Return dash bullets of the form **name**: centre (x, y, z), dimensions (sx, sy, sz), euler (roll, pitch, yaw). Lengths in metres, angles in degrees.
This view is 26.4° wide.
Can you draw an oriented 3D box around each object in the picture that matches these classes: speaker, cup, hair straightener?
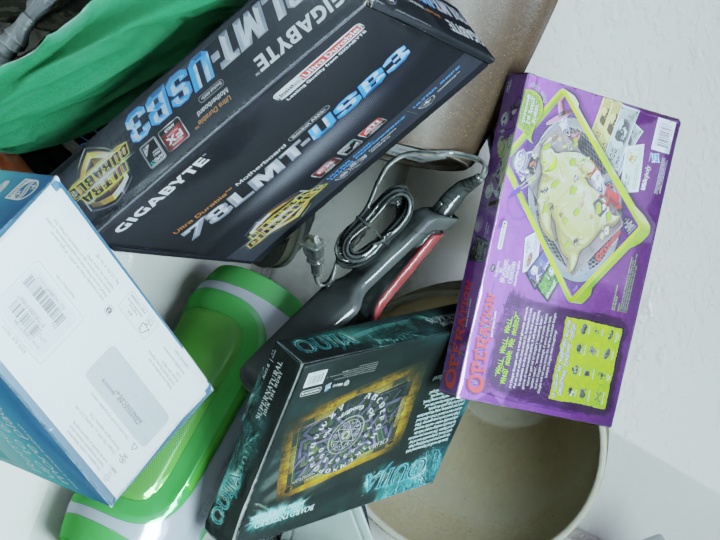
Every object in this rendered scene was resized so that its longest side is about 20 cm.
- **speaker**: centre (-0.107, 0.099, 0.964), dimensions (0.088, 0.088, 0.201), euler (45, 64, -36)
- **cup**: centre (0.090, 0.089, 1.100), dimensions (0.143, 0.199, 0.202), euler (-41, 124, -65)
- **hair straightener**: centre (0.000, 0.000, 0.922), dimensions (0.200, 0.041, 0.077), euler (-46, 134, -1)

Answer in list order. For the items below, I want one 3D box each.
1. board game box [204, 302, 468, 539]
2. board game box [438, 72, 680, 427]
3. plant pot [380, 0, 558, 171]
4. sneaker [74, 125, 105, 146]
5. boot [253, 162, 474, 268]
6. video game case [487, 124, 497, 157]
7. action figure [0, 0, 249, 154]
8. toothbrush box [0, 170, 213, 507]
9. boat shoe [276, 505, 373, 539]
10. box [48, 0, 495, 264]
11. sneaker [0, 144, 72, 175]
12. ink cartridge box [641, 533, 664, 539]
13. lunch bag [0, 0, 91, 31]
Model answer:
- **board game box**: centre (0.000, 0.092, 0.947), dimensions (0.199, 0.028, 0.136), euler (-8, 128, -50)
- **board game box**: centre (0.125, -0.011, 0.956), dimensions (0.119, 0.032, 0.202), euler (13, 90, -30)
- **plant pot**: centre (0.045, -0.171, 0.980), dimensions (0.186, 0.186, 0.202), euler (14, 86, -43)
- **sneaker**: centre (-0.123, -0.075, 0.914), dimensions (0.200, 0.070, 0.079), euler (1, 90, -65)
- **boot**: centre (0.003, -0.088, 1.072), dimensions (0.199, 0.072, 0.184), euler (6, 89, -49)
- **video game case**: centre (0.114, -0.060, 1.076), dimensions (0.018, 0.200, 0.144), euler (-11, 101, -1)
- **action figure**: centre (-0.144, -0.108, 0.781), dimensions (0.118, 0.199, 0.055), euler (40, 27, -64)
- **toothbrush box**: centre (-0.193, 0.025, 0.799), dimensions (0.085, 0.199, 0.147), euler (-48, 124, -24)
- **boat shoe**: centre (-0.027, 0.159, 1.056), dimensions (0.060, 0.075, 0.202), euler (-89, 177, -62)
- **box**: centre (-0.042, -0.082, 0.832), dimensions (0.050, 0.200, 0.198), euler (55, 17, 13)
- **sneaker**: centre (-0.168, -0.022, 0.909), dimensions (0.201, 0.070, 0.090), euler (57, 48, -34)
- **ink cartridge box**: centre (0.212, 0.341, 1.178), dimensions (0.145, 0.200, 0.147), euler (-24, 118, 9)
- **lunch bag**: centre (-0.147, -0.225, 0.838), dimensions (0.166, 0.139, 0.202), euler (4, 80, -29)
